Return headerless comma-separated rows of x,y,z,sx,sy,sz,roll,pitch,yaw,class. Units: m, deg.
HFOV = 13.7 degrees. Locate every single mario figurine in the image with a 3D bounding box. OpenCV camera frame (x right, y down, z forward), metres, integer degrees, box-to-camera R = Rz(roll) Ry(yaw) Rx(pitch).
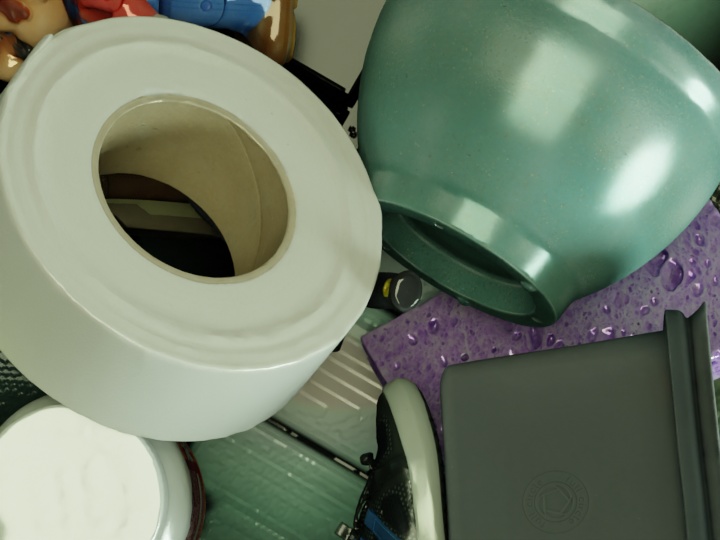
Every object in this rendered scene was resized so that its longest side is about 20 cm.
-0.139,-0.126,1.563,0.199,0.123,0.107,4,71,-14,mario figurine

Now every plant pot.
0.077,-0.057,1.503,0.200,0.200,0.135,30,75,3,plant pot

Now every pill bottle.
-0.136,0.115,1.498,0.109,0.200,0.110,0,85,0,pill bottle

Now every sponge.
0.112,0.035,1.570,0.199,0.030,0.112,-29,61,-2,sponge

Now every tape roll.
-0.093,-0.022,1.431,0.202,0.071,0.203,15,53,-21,tape roll

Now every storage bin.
0.110,0.129,1.458,0.134,0.146,0.201,-3,65,3,storage bin

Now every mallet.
0.000,0.000,1.513,0.041,0.200,0.066,14,79,-14,mallet

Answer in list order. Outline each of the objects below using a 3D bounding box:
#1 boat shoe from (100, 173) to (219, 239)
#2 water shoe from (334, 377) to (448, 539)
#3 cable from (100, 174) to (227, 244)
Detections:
-0.161,-0.059,1.552,0.199,0.072,0.068,7,85,-37,boat shoe
0.007,0.154,1.493,0.078,0.072,0.201,-4,82,3,water shoe
-0.110,-0.016,1.496,0.199,0.051,0.164,23,60,-28,cable
